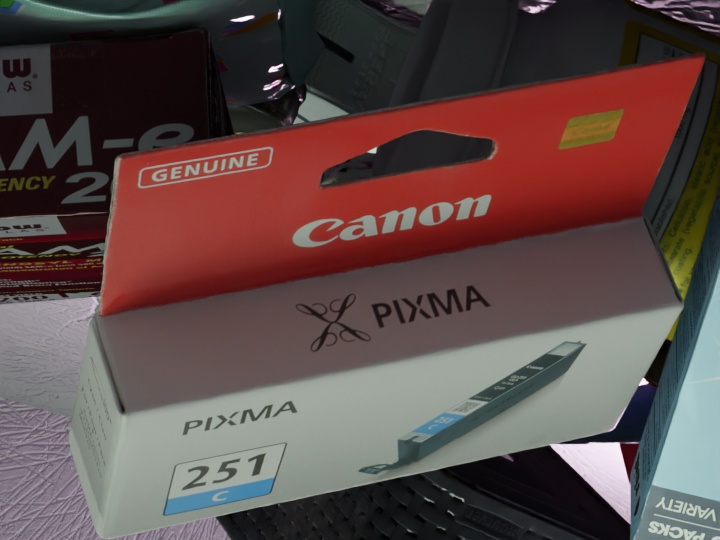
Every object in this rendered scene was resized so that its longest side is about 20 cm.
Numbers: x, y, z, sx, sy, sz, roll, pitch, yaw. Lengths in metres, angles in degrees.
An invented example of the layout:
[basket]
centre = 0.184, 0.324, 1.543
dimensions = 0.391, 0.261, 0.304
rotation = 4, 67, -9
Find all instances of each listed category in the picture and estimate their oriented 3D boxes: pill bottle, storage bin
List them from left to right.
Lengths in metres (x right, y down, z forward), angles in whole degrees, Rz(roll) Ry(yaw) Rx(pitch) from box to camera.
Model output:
[storage bin]
centre = 0.024, 0.106, 1.078
dimensions = 0.135, 0.094, 0.200
rotation = 26, -171, -29
[pill bottle]
centre = 0.111, -0.036, 0.923
dimensions = 0.199, 0.113, 0.112
rotation = 21, 170, -7

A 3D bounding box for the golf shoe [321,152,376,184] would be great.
[golf shoe]
centre = 0.000, 0.000, 0.951
dimensions = 0.200, 0.073, 0.092
rotation = -15, -115, -52

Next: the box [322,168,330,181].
[box]
centre = -0.055, -0.056, 1.156
dimensions = 0.199, 0.105, 0.148
rotation = 24, 169, -19

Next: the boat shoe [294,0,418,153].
[boat shoe]
centre = 0.011, -0.074, 1.062
dimensions = 0.200, 0.074, 0.067
rotation = 37, 167, -20

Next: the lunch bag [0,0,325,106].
[lunch bag]
centre = -0.107, -0.123, 0.847
dimensions = 0.199, 0.123, 0.170
rotation = 18, 169, 3

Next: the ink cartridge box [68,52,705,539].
[ink cartridge box]
centre = 0.010, 0.013, 0.810
dimensions = 0.199, 0.045, 0.177
rotation = -11, 151, -18

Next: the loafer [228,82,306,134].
[loafer]
centre = -0.122, -0.069, 0.989
dimensions = 0.199, 0.073, 0.073
rotation = 8, 161, 6

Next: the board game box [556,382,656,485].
[board game box]
centre = 0.163, 0.068, 1.030
dimensions = 0.157, 0.039, 0.200
rotation = -16, -177, -28

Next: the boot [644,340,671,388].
[boot]
centre = 0.135, 0.001, 1.099
dimensions = 0.075, 0.108, 0.200
rotation = 18, 172, -4

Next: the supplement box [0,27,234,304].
[supplement box]
centre = -0.098, -0.031, 0.862
dimensions = 0.108, 0.061, 0.200
rotation = -4, 172, 0

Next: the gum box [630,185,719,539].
[gum box]
centre = 0.198, 0.026, 0.858
dimensions = 0.169, 0.201, 0.045
rotation = 12, -145, -1
